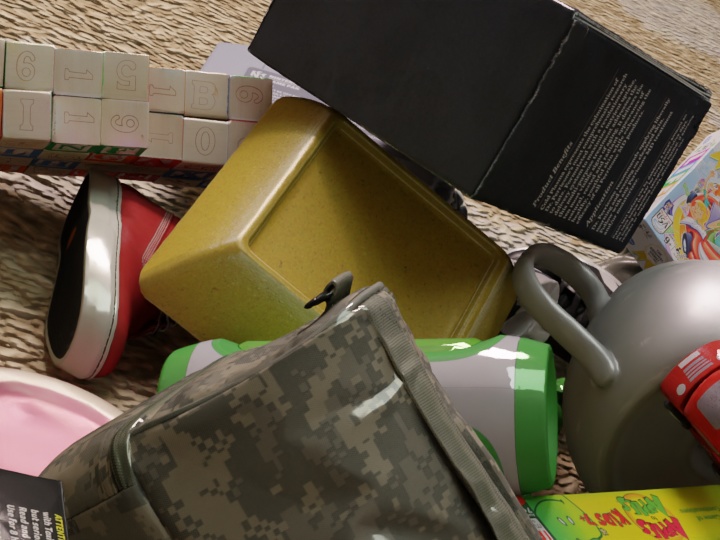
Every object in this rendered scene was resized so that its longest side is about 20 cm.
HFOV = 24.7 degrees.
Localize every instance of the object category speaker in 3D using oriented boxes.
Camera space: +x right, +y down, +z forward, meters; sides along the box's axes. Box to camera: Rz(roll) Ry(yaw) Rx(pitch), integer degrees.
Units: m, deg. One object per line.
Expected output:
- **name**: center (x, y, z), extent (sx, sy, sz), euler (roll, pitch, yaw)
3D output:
- **speaker**: center (0.000, 0.076, 0.852), extent (0.199, 0.089, 0.088), euler (-1, 23, 11)

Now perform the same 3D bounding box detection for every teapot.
- **teapot**: center (0.207, 0.063, 1.035), extent (0.197, 0.200, 0.146), euler (-15, 39, -1)

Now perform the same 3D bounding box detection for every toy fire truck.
- **toy fire truck**: center (0.254, 0.139, 0.917), extent (0.200, 0.049, 0.141), euler (50, 0, -35)

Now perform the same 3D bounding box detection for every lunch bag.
- **lunch bag**: center (-0.011, 0.120, 0.691), extent (0.200, 0.168, 0.139), euler (59, 30, 0)

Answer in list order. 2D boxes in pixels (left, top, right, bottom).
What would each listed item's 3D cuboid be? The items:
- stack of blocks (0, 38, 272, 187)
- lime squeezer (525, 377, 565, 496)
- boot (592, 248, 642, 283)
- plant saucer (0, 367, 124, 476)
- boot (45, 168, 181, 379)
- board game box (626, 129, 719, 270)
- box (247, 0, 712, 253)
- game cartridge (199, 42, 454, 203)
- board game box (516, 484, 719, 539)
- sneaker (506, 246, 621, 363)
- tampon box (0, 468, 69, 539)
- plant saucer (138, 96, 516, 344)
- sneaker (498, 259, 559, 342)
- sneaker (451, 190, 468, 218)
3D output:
- **stack of blocks**: center (-0.157, -0.094, 1.018), extent (0.200, 0.059, 0.115), euler (4, -7, -20)
- **lime squeezer**: center (0.134, 0.109, 1.097), extent (0.200, 0.038, 0.071), euler (-11, 77, -55)
- **boot**: center (0.210, -0.010, 1.269), extent (0.200, 0.131, 0.068), euler (19, 26, -20)
- **plant saucer**: center (-0.155, 0.111, 0.763), extent (0.200, 0.051, 0.201), euler (23, 26, -12)
- **boot**: center (-0.107, 0.017, 0.970), extent (0.144, 0.073, 0.200), euler (23, 22, -15)
- **board game box**: center (0.290, 0.009, 1.213), extent (0.134, 0.034, 0.200), euler (-43, 99, -33)
- **box**: center (0.076, -0.122, 1.017), extent (0.200, 0.124, 0.196), euler (36, 10, 34)
- **game cartridge**: center (-0.023, -0.102, 1.163), extent (0.200, 0.041, 0.133), euler (17, 39, 4)
- **board game box**: center (0.124, 0.170, 0.879), extent (0.200, 0.102, 0.048), euler (4, 36, -42)
- **sneaker**: center (0.176, 0.045, 1.165), extent (0.200, 0.073, 0.112), euler (35, 4, 10)
- **tampon box**: center (-0.209, 0.141, 0.531), extent (0.200, 0.150, 0.126), euler (16, 27, -24)
- **plant saucer**: center (0.000, 0.000, 0.961), extent (0.200, 0.048, 0.200), euler (40, 45, -8)
- **sneaker**: center (0.026, 0.024, 1.092), extent (0.129, 0.080, 0.199), euler (27, 37, 35)
- **sneaker**: center (-0.010, -0.076, 1.240), extent (0.200, 0.078, 0.080), euler (25, 17, -9)
